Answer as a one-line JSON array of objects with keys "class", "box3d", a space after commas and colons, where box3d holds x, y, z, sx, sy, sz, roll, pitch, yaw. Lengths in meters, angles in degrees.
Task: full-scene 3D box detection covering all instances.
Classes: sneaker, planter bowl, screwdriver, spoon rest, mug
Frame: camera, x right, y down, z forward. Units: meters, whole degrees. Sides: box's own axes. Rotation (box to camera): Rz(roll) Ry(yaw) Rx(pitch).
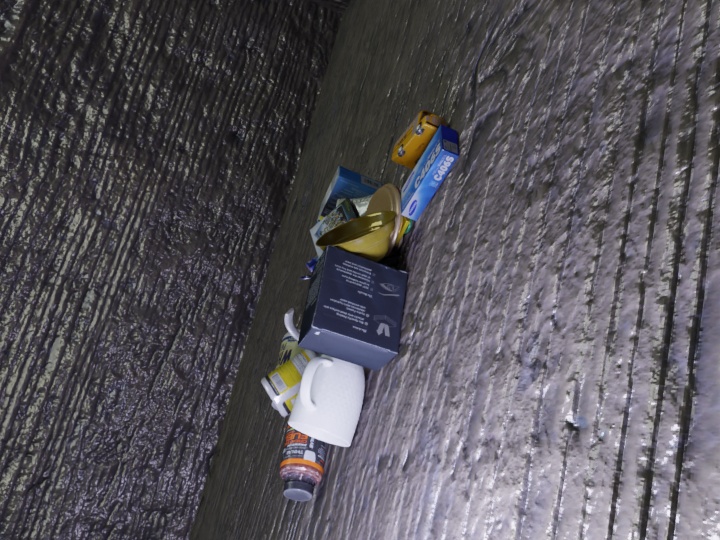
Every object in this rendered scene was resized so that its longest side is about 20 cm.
[{"class": "sneaker", "box3d": [-0.017, -0.176, 1.922, 0.199, 0.085, 0.073, -34, 8, 22]}, {"class": "planter bowl", "box3d": [0.003, -0.059, 1.590, 0.200, 0.198, 0.085, -134, 21, -73]}, {"class": "screwdriver", "box3d": [0.000, 0.000, 1.660, 0.029, 0.197, 0.028, -21, -87, -71]}, {"class": "spoon rest", "box3d": [-0.101, 0.166, 1.730, 0.099, 0.198, 0.061, -42, -23, -59]}, {"class": "mug", "box3d": [-0.074, 0.266, 1.524, 0.145, 0.200, 0.178, 7, 65, 29]}]

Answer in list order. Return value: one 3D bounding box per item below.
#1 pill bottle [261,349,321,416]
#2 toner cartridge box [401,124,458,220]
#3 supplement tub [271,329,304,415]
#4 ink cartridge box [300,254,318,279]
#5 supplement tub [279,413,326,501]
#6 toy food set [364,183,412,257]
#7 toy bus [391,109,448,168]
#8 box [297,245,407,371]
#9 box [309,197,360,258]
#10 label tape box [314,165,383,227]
[{"class": "pill bottle", "box3d": [-0.141, 0.266, 1.754, 0.198, 0.112, 0.111, -33, 11, -11]}, {"class": "toner cartridge box", "box3d": [0.152, -0.217, 1.562, 0.096, 0.043, 0.201, -85, 20, -46]}, {"class": "supplement tub", "box3d": [-0.161, 0.280, 1.893, 0.145, 0.143, 0.203, 133, 153, -56]}, {"class": "ink cartridge box", "box3d": [-0.069, -0.024, 1.869, 0.199, 0.077, 0.136, -39, 9, -5]}, {"class": "supplement tub", "box3d": [-0.136, 0.444, 1.682, 0.107, 0.105, 0.202, 126, 157, -47]}, {"class": "toy food set", "box3d": [0.059, -0.110, 1.705, 0.200, 0.048, 0.201, -103, 32, -43]}, {"class": "toy bus", "box3d": [0.143, -0.317, 1.680, 0.200, 0.064, 0.079, 137, 151, -62]}, {"class": "box", "box3d": [-0.016, 0.083, 1.508, 0.118, 0.194, 0.203, 131, 154, -55]}, {"class": "box", "box3d": [-0.051, -0.080, 1.763, 0.136, 0.038, 0.201, -38, 37, 13]}, {"class": "label tape box", "box3d": [-0.037, -0.182, 2.009, 0.067, 0.141, 0.201, -91, 24, -52]}]
